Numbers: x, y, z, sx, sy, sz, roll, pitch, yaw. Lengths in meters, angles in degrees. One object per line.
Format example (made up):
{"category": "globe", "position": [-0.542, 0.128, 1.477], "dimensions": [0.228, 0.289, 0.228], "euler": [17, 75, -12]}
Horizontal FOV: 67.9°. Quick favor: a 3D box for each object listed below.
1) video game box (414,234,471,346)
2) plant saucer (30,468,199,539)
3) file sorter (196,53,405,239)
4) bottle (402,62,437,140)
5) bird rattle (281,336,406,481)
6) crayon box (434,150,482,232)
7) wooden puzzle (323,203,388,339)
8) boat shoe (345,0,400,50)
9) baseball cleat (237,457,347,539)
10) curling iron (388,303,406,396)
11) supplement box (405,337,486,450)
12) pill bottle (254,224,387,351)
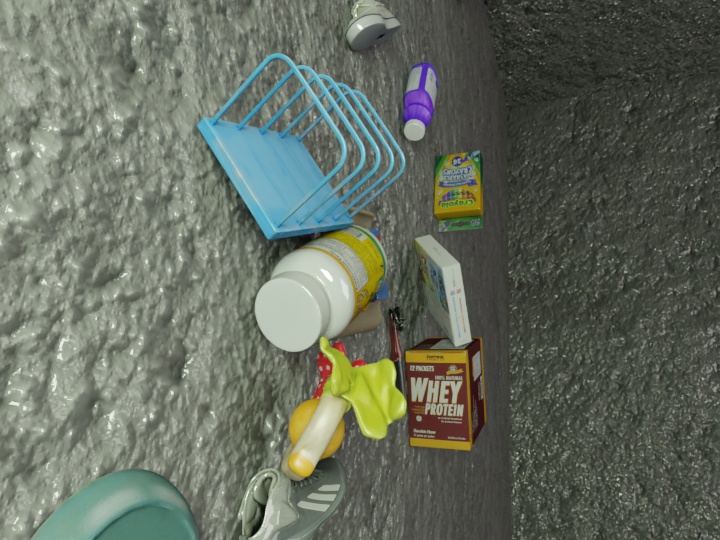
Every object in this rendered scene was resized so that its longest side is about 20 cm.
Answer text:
{"category": "video game box", "position": [0.180, 0.038, 1.181], "dimensions": [0.201, 0.046, 0.186], "euler": [-118, -169, -66]}
{"category": "plant saucer", "position": [-0.182, 0.260, 0.404], "dimensions": [0.199, 0.027, 0.206], "euler": [-4, 90, -68]}
{"category": "file sorter", "position": [-0.048, -0.134, 0.597], "dimensions": [0.140, 0.122, 0.199], "euler": [56, 22, 6]}
{"category": "bottle", "position": [0.135, -0.382, 1.218], "dimensions": [0.084, 0.064, 0.204], "euler": [58, 36, -48]}
{"category": "bird rattle", "position": [-0.042, 0.151, 0.600], "dimensions": [0.112, 0.200, 0.165], "euler": [37, 70, -8]}
{"category": "crayon box", "position": [0.263, -0.212, 1.430], "dimensions": [0.051, 0.123, 0.205], "euler": [35, 54, -61]}
{"category": "wooden puzzle", "position": [0.000, 0.000, 0.860], "dimensions": [0.185, 0.045, 0.206], "euler": [1, 86, -68]}
{"category": "boat shoe", "position": [0.013, -0.445, 0.946], "dimensions": [0.070, 0.070, 0.200], "euler": [53, 34, -8]}
{"category": "baseball cleat", "position": [-0.072, 0.259, 0.621], "dimensions": [0.200, 0.068, 0.109], "euler": [-45, 121, -66]}
{"category": "curling iron", "position": [0.072, 0.166, 1.031], "dimensions": [0.050, 0.025, 0.206], "euler": [-159, -113, -74]}
{"category": "supplement box", "position": [0.193, 0.262, 1.184], "dimensions": [0.199, 0.130, 0.203], "euler": [-4, 91, -67]}
{"category": "pill bottle", "position": [-0.045, 0.019, 0.662], "dimensions": [0.200, 0.110, 0.116], "euler": [-41, 124, -63]}
